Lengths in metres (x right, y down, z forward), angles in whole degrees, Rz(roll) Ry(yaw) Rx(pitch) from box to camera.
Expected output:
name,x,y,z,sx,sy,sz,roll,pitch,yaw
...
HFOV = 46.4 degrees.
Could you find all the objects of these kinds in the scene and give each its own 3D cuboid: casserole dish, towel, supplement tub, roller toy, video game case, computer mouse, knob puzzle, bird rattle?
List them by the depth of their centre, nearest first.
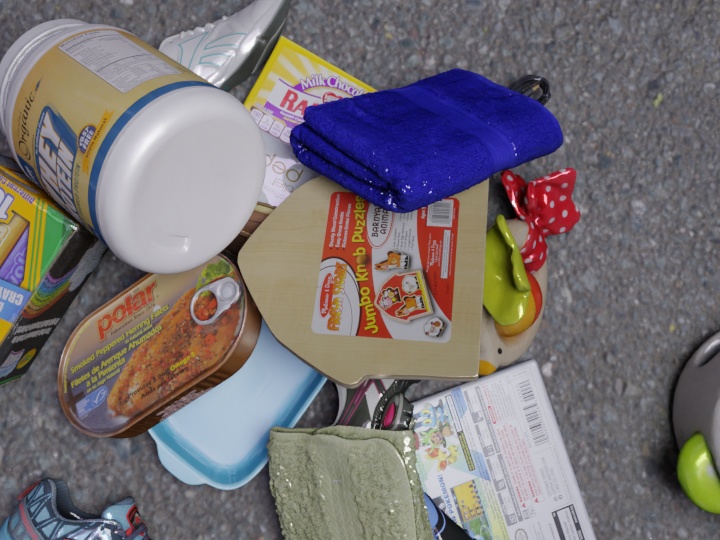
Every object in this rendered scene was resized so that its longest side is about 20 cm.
name,x,y,z,sx,sy,sz,roll,pitch,yaw
supplement tub,-0.185,-0.104,0.659,0.199,0.145,0.145,34,78,32
knob puzzle,0.000,0.000,0.670,0.215,0.031,0.224,-2,63,4
towel,0.056,-0.116,0.690,0.198,0.050,0.147,-26,41,-36
towel,-0.005,0.225,0.697,0.146,0.036,0.204,-6,100,29
casserole dish,-0.104,0.098,0.754,0.120,0.039,0.201,37,79,0
roller toy,0.387,0.139,0.757,0.196,0.140,0.186,17,90,1
bird rattle,0.128,0.000,0.760,0.111,0.200,0.166,7,115,29
video game case,0.111,0.207,0.774,0.179,0.022,0.204,-18,85,-9
computer mouse,0.102,-0.131,0.795,0.198,0.034,0.059,-28,53,-17

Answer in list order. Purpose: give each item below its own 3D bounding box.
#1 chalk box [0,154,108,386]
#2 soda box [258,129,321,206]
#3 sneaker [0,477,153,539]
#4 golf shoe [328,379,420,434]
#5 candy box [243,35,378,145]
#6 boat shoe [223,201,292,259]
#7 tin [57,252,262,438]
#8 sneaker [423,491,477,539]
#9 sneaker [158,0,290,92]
name,x,y,z,sx,sy,sz,roll,pitch,yaw
chalk box,-0.317,0.016,0.688,0.123,0.125,0.202,35,88,-2
soda box,-0.062,-0.068,0.766,0.197,0.068,0.064,28,78,-2
sneaker,-0.204,0.241,0.702,0.198,0.079,0.097,29,78,-3
golf shoe,0.020,0.080,0.747,0.086,0.078,0.203,12,64,14
candy box,-0.014,-0.131,0.803,0.197,0.026,0.104,28,76,-3
boat shoe,-0.052,0.001,0.717,0.197,0.072,0.068,25,66,7
tin,-0.170,0.063,0.711,0.198,0.042,0.113,-32,68,13
sneaker,0.100,0.271,0.726,0.077,0.070,0.202,-24,80,-31
sneaker,-0.141,-0.198,0.775,0.080,0.070,0.201,39,80,2
